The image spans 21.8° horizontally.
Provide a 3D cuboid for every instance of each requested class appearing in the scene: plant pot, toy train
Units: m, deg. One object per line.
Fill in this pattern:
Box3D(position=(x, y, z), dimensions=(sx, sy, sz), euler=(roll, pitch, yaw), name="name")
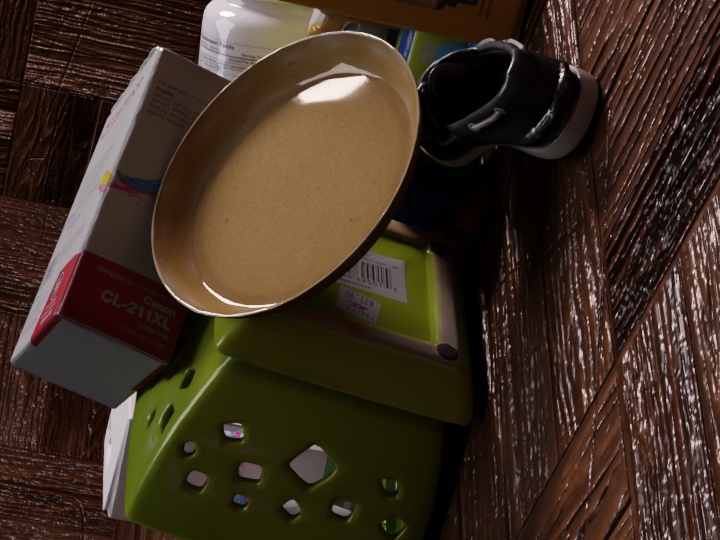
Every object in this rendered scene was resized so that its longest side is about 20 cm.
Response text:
Box3D(position=(-0.032, 0.065, 1.235), dimensions=(0.200, 0.198, 0.182), euler=(-91, 22, -53), name="plant pot")
Box3D(position=(-0.041, -0.055, 1.134), dimensions=(0.199, 0.027, 0.201), euler=(-22, 48, 26), name="plant pot")
Box3D(position=(0.040, -0.080, 1.307), dimensions=(0.200, 0.084, 0.117), euler=(145, 145, -75), name="toy train")

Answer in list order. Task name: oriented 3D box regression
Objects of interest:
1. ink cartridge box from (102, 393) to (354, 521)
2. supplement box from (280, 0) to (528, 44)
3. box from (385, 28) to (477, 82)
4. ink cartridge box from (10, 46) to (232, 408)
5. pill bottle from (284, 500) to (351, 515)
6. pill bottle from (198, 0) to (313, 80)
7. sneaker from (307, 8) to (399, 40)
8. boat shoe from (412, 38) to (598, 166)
Box3D(position=(-0.093, 0.139, 1.446), dimensions=(0.145, 0.198, 0.085), euler=(-112, 35, -70), name="ink cartridge box")
Box3D(position=(0.013, -0.203, 1.232), dimensions=(0.069, 0.198, 0.067), euler=(-94, 18, -64), name="supplement box")
Box3D(position=(0.051, -0.187, 1.423), dimensions=(0.200, 0.047, 0.123), euler=(-101, 24, -65), name="box")
Box3D(position=(-0.149, -0.026, 1.253), dimensions=(0.146, 0.082, 0.202), euler=(-36, 32, 64), name="ink cartridge box")
Box3D(position=(-0.050, 0.273, 1.322), dimensions=(0.113, 0.112, 0.202), euler=(-115, 37, -72), name="pill bottle")
Box3D(position=(-0.083, -0.171, 1.602), dimensions=(0.113, 0.112, 0.202), euler=(-112, 28, -71), name="pill bottle")
Box3D(position=(0.005, -0.220, 1.372), dimensions=(0.200, 0.075, 0.089), euler=(157, 128, -73), name="sneaker")
Box3D(position=(0.066, -0.102, 1.112), dimensions=(0.074, 0.060, 0.200), euler=(-67, 23, -2), name="boat shoe")
